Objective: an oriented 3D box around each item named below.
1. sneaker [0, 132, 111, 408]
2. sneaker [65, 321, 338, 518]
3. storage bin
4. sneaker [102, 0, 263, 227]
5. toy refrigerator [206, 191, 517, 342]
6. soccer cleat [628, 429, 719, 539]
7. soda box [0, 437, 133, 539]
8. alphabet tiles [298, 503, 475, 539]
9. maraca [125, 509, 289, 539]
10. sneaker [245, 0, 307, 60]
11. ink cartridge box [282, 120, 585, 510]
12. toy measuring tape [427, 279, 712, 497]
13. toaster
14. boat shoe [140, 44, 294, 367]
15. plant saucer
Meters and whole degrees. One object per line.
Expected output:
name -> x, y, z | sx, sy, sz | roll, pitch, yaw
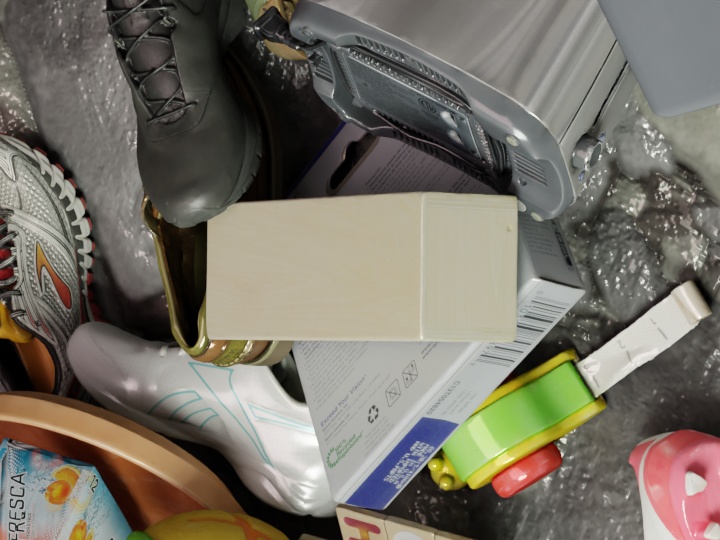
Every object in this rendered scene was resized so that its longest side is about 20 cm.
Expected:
sneaker -> -0.204, 0.010, 1.708 | 0.078, 0.082, 0.201 | -23, 88, 37
sneaker -> -0.082, 0.068, 1.651 | 0.199, 0.070, 0.081 | 26, 111, 19
storage bin -> 0.172, -0.162, 1.335 | 0.145, 0.200, 0.135 | -15, 102, 36
sneaker -> -0.107, -0.116, 1.549 | 0.076, 0.091, 0.201 | -21, 55, 19
toy refrigerator -> 0.000, 0.000, 1.478 | 0.199, 0.070, 0.077 | -2, 87, 54
soccer cleat -> 0.192, 0.180, 1.492 | 0.076, 0.066, 0.201 | 8, 115, 66
soda box -> -0.172, 0.179, 1.662 | 0.063, 0.069, 0.200 | 15, 153, 20
alphabet tiles -> 0.046, 0.219, 1.582 | 0.166, 0.008, 0.201 | 13, 133, 33
maraca -> -0.065, 0.202, 1.585 | 0.137, 0.200, 0.107 | 35, 81, 33
sneaker -> -0.063, -0.218, 1.566 | 0.089, 0.067, 0.202 | 1, 102, 43
ink cartridge box -> 0.028, -0.005, 1.543 | 0.200, 0.040, 0.201 | -49, 43, 34
toy measuring tape -> 0.102, 0.069, 1.513 | 0.200, 0.073, 0.074 | -38, 79, 36
toaster -> 0.058, -0.127, 1.443 | 0.199, 0.129, 0.114 | 28, 161, 26
boat shoe -> -0.087, -0.044, 1.593 | 0.072, 0.068, 0.201 | -31, 66, 41
plant saucer -> -0.154, 0.126, 1.662 | 0.199, 0.032, 0.201 | 19, 154, 9
